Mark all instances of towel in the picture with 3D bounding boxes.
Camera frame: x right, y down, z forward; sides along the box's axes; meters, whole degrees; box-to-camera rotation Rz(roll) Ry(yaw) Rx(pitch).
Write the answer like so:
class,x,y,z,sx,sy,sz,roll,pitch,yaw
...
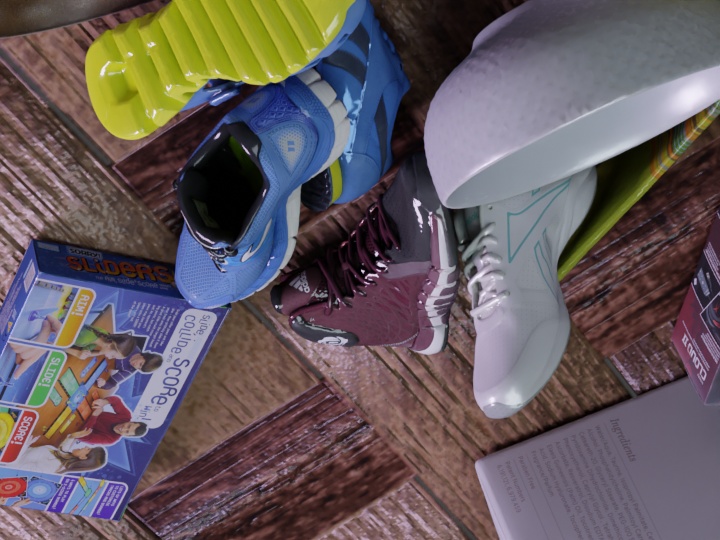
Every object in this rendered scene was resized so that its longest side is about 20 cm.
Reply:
class,x,y,z,sx,sy,sz,roll,pitch,yaw
towel,0.166,-0.062,1.386,0.018,0.086,0.200,36,115,-12

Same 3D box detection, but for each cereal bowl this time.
class,x,y,z,sx,sy,sz,roll,pitch,yaw
cereal bowl,0.123,-0.113,1.255,0.199,0.084,0.200,-24,173,-3

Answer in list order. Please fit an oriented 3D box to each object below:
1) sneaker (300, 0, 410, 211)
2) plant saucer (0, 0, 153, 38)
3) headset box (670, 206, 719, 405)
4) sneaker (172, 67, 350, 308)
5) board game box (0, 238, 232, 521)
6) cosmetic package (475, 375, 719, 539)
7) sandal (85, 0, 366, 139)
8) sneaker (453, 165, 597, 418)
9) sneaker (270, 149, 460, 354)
class,x,y,z,sx,sy,sz,roll,pitch,yaw
sneaker,-0.012,-0.132,1.286,0.078,0.066,0.201,-29,133,-29
plant saucer,-0.123,-0.171,1.156,0.199,0.032,0.200,-20,178,-1
headset box,0.311,0.011,1.500,0.147,0.075,0.201,-1,130,-17
sneaker,-0.080,-0.041,1.289,0.089,0.079,0.200,-31,160,-37
board game box,-0.184,0.076,1.420,0.134,0.035,0.201,12,125,-28
cosmetic package,0.212,0.208,1.579,0.199,0.167,0.168,-22,133,0
sandal,-0.067,-0.136,1.213,0.199,0.080,0.087,-15,-174,44
sneaker,0.089,-0.003,1.351,0.080,0.202,0.070,30,145,-29
sneaker,0.000,0.000,1.370,0.114,0.076,0.201,-6,148,-4
